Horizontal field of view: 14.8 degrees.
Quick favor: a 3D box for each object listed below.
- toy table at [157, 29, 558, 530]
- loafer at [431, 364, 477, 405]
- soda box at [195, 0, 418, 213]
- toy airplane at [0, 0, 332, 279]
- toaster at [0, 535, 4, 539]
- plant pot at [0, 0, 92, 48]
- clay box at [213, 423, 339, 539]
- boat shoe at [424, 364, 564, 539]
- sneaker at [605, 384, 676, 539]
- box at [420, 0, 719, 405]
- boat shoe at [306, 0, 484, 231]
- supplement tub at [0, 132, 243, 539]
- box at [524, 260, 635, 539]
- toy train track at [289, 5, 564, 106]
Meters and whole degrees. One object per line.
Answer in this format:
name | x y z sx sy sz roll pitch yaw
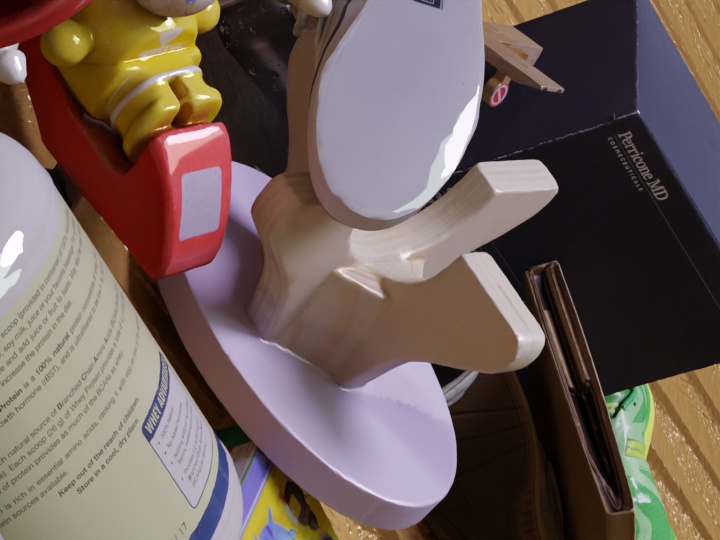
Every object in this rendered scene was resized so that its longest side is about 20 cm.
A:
toy table | 0.000 0.000 1.240 0.200 0.117 0.184 50 34 14
loafer | -0.003 0.043 1.353 0.200 0.069 0.070 3 73 -65
soda box | -0.039 -0.090 1.357 0.201 0.070 0.063 68 24 -11
toy airplane | -0.105 -0.123 1.137 0.199 0.141 0.201 36 55 -24
toaster | -0.204 0.097 0.791 0.201 0.118 0.181 63 28 -23
plant pot | -0.169 -0.179 0.970 0.182 0.199 0.202 37 42 -62
clay box | -0.028 0.179 1.235 0.201 0.047 0.115 62 26 -23
boat shoe | 0.073 0.122 1.481 0.065 0.072 0.201 -46 120 -73
sneaker | 0.139 0.115 1.628 0.201 0.074 0.084 -93 161 -49
box | 0.110 -0.030 1.517 0.200 0.181 0.104 54 30 -39
boat shoe | 0.011 -0.097 1.196 0.072 0.066 0.201 15 59 -15
supplement tub | -0.143 0.043 0.940 0.200 0.144 0.145 60 27 -30
box | 0.118 0.119 1.478 0.201 0.021 0.164 84 -8 -51
toy train track | 0.026 -0.111 1.371 0.115 0.033 0.200 39 19 28
